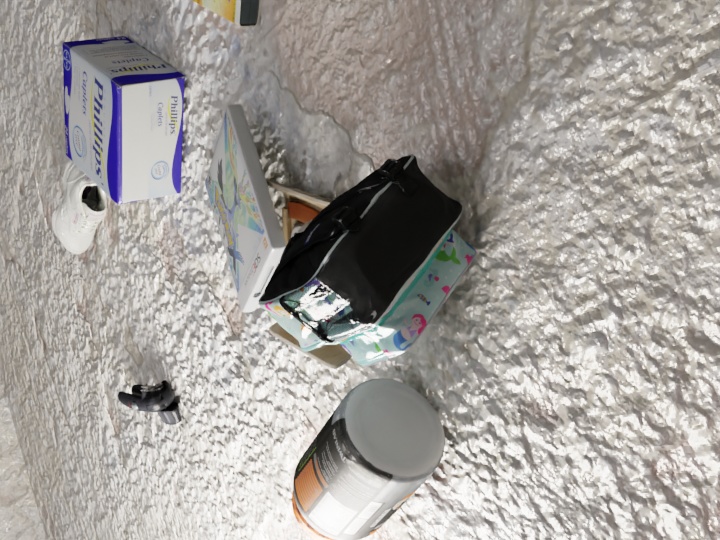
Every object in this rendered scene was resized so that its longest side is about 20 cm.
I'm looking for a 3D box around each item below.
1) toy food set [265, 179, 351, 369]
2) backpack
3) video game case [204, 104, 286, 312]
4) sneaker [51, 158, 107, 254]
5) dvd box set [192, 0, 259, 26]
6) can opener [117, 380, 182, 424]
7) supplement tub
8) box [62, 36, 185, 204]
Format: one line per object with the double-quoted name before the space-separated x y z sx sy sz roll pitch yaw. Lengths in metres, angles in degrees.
"toy food set" -0.069 0.001 1.047 0.143 0.060 0.201 22 118 47
"backpack" 0.000 0.000 0.857 0.151 0.178 0.200 48 147 -14
"video game case" -0.149 -0.073 1.113 0.182 0.022 0.201 124 131 -58
"sneaker" -0.492 -0.100 1.559 0.100 0.075 0.201 47 135 34
"dvd box set" -0.183 -0.398 1.087 0.200 0.029 0.147 38 130 40
"can opener" -0.373 0.223 1.523 0.200 0.063 0.079 0 102 53
"supplement tub" 0.000 0.218 0.979 0.123 0.122 0.200 57 141 23
"box" -0.353 -0.225 1.308 0.200 0.105 0.185 36 129 40
